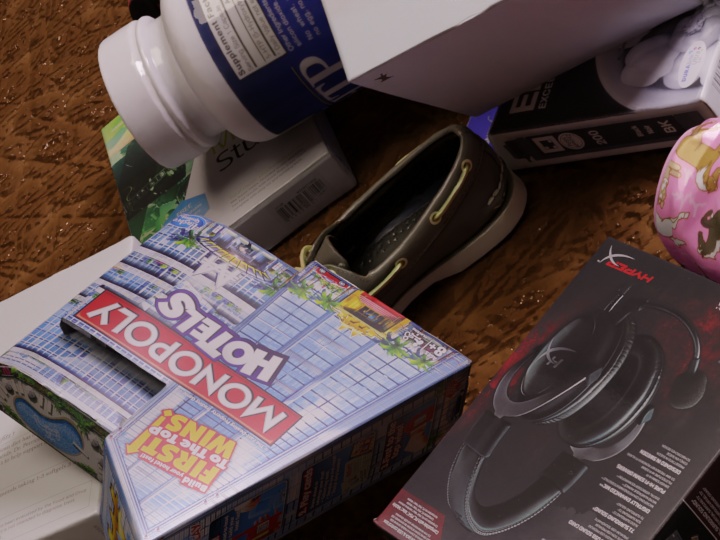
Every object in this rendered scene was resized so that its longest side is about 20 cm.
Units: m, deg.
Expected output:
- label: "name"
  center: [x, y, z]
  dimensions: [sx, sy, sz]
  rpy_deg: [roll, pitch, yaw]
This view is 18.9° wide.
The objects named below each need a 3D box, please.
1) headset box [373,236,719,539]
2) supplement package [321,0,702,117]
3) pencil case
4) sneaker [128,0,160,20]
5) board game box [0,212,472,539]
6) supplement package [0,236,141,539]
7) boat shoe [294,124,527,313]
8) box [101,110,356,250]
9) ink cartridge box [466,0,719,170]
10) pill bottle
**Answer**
- label: "headset box"
  center: [0.113, 0.099, 0.975]
  dimensions: [0.200, 0.077, 0.149]
  rpy_deg: [-48, 35, -10]
- label: "supplement package"
  center: [0.058, -0.210, 1.140]
  dimensions: [0.151, 0.150, 0.202]
  rpy_deg: [-25, 75, 25]
- label: "pencil case"
  center: [0.217, -0.012, 0.982]
  dimensions: [0.087, 0.083, 0.200]
  rpy_deg: [-53, 35, -6]
- label: "sneaker"
  center: [-0.074, -0.215, 1.490]
  dimensions: [0.199, 0.074, 0.087]
  rpy_deg: [-8, 44, 38]
- label: "board game box"
  center: [-0.083, 0.068, 1.074]
  dimensions: [0.199, 0.062, 0.200]
  rpy_deg: [31, 48, 21]
- label: "supplement package"
  center: [-0.143, 0.104, 1.184]
  dimensions: [0.116, 0.117, 0.201]
  rpy_deg: [-25, 40, 24]
- label: "boat shoe"
  center: [-0.001, -0.002, 1.204]
  dimensions: [0.201, 0.060, 0.072]
  rpy_deg: [-40, 37, 5]
- label: "box"
  center: [-0.089, -0.074, 1.390]
  dimensions: [0.144, 0.036, 0.200]
  rpy_deg: [-37, 35, 9]
- label: "ink cartridge box"
  center: [0.145, -0.147, 1.230]
  dimensions: [0.199, 0.043, 0.199]
  rpy_deg: [-8, 48, 41]
- label: "pill bottle"
  center: [-0.052, -0.148, 1.299]
  dimensions: [0.199, 0.120, 0.120]
  rpy_deg: [-29, 37, 15]
